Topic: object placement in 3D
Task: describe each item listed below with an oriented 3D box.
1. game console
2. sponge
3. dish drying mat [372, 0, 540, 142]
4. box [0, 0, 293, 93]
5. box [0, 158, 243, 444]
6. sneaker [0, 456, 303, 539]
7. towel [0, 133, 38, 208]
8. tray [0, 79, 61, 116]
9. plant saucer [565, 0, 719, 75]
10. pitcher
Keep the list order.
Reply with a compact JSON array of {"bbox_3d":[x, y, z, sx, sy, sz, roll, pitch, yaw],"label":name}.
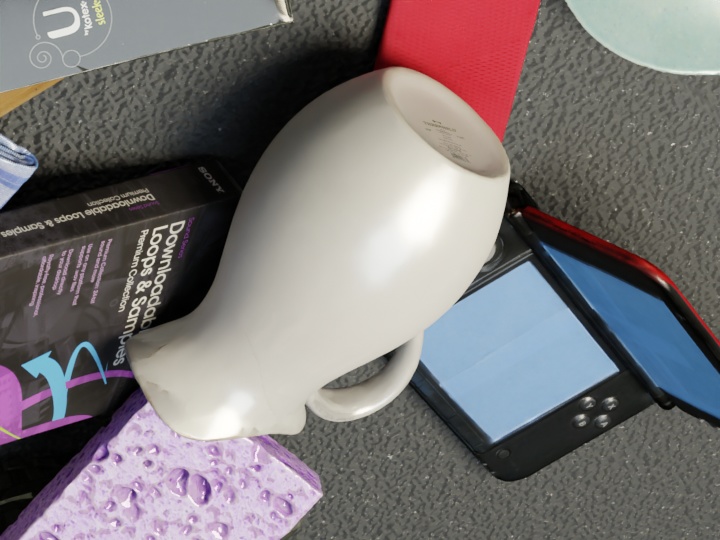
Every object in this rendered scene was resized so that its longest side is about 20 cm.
[{"bbox_3d":[0.115,0.059,1.623,0.172,0.119,0.200,-31,133,12],"label":"game console"},{"bbox_3d":[-0.127,0.152,1.600,0.111,0.030,0.200,38,105,-21],"label":"sponge"},{"bbox_3d":[0.045,-0.110,1.514,0.076,0.018,0.201,1,133,-14],"label":"dish drying mat"},{"bbox_3d":[-0.144,-0.154,1.298,0.199,0.149,0.125,-15,107,-3],"label":"box"},{"bbox_3d":[-0.160,0.025,1.512,0.199,0.036,0.144,-18,142,-38],"label":"box"},{"bbox_3d":[-0.130,0.140,1.664,0.199,0.074,0.080,-6,143,-4],"label":"sneaker"},{"bbox_3d":[-0.269,-0.047,1.422,0.199,0.024,0.147,29,120,-36],"label":"towel"},{"bbox_3d":[-0.249,-0.082,1.435,0.199,0.037,0.099,-31,134,11],"label":"tray"},{"bbox_3d":[0.187,-0.186,1.472,0.200,0.039,0.202,-9,135,-10],"label":"plant saucer"},{"bbox_3d":[0.000,0.000,1.520,0.171,0.122,0.200,10,129,-48],"label":"pitcher"}]
